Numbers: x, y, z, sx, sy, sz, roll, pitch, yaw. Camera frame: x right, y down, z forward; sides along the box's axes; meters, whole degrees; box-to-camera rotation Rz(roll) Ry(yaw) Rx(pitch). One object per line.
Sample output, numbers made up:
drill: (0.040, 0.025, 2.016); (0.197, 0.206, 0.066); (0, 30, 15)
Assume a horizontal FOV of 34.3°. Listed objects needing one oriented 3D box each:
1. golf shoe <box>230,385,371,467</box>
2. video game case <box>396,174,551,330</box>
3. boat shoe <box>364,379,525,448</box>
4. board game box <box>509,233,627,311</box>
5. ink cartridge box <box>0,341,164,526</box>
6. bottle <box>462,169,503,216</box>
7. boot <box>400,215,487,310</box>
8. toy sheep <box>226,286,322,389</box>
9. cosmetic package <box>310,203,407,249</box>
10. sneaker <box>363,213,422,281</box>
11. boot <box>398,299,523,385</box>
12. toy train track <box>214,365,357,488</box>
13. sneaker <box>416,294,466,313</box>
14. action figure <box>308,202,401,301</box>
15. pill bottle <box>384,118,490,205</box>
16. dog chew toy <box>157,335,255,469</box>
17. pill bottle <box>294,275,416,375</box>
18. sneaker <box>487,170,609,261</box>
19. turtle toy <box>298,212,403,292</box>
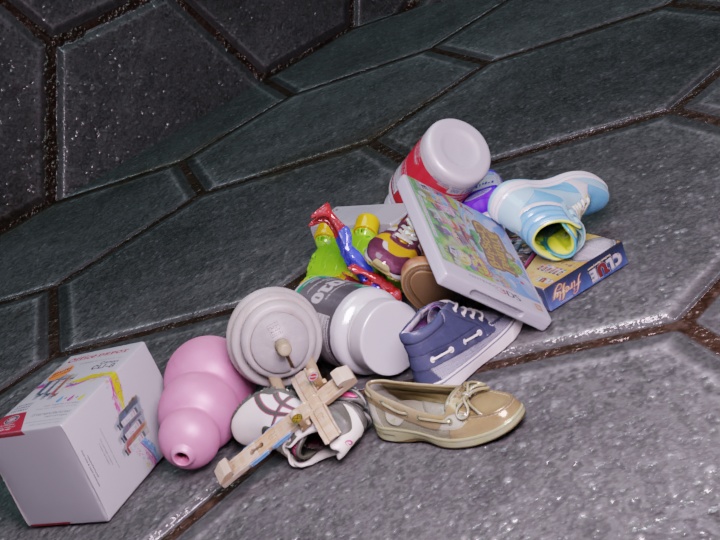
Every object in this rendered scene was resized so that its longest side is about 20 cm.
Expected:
golf shoe: (-0.084, 0.189, 1.390); (0.197, 0.078, 0.089); (-12, 31, 31)
video game case: (0.141, -0.025, 1.468); (0.022, 0.180, 0.201); (-50, 36, 25)
boat shoe: (0.090, 0.151, 1.304); (0.199, 0.064, 0.073); (-4, 27, 43)
board game box: (0.249, -0.009, 1.587); (0.134, 0.035, 0.199); (-29, 21, -17)
ink cartridge box: (-0.353, 0.211, 1.518); (0.143, 0.146, 0.200); (-12, 21, 29)
bottle: (0.194, -0.098, 1.829); (0.083, 0.066, 0.201); (-26, 19, 11)
boot: (0.096, -0.023, 1.508); (0.074, 0.199, 0.156); (-41, 55, 24)
toy sheep: (-0.106, 0.087, 1.472); (0.136, 0.140, 0.200); (-27, 11, -14)
cosmetic package: (0.020, -0.045, 1.837); (0.074, 0.103, 0.198); (-37, 22, -33)
sneaker: (0.070, -0.052, 1.617); (0.091, 0.074, 0.200); (-59, -10, 24)
boot: (0.128, 0.067, 1.437); (0.072, 0.091, 0.200); (-4, 26, 44)
toy train track: (-0.092, 0.175, 1.344); (0.199, 0.033, 0.115); (-39, 43, 3)
sneaker: (0.108, 0.049, 1.553); (0.071, 0.073, 0.201); (11, 32, -1)
action figure: (0.000, 0.000, 1.628); (0.052, 0.200, 0.066); (-39, -7, -19)
pill bottle: (0.112, -0.138, 1.810); (0.112, 0.113, 0.200); (-36, -8, -34)
dog chew toy: (-0.206, 0.175, 1.498); (0.123, 0.126, 0.201); (-16, 28, 18)
pill bottle: (-0.010, 0.074, 1.541); (0.112, 0.114, 0.199); (-31, 22, -24)
sneaker: (0.279, -0.067, 1.560); (0.197, 0.081, 0.131); (-10, 40, -29)
turtle toy: (0.002, 0.000, 1.733); (0.198, 0.101, 0.147); (-9, 50, 34)
